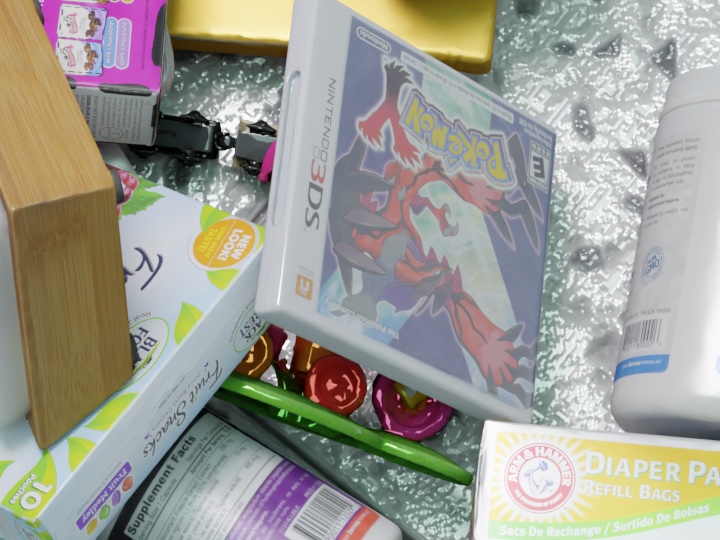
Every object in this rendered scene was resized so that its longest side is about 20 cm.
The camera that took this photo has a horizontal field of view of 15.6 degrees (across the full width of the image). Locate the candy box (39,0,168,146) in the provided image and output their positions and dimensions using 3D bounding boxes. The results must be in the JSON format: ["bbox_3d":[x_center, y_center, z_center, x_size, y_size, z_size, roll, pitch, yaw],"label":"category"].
[{"bbox_3d":[-0.204,-0.146,1.421,0.199,0.061,0.137,5,60,-6],"label":"candy box"}]

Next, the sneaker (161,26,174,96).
[{"bbox_3d":[-0.181,-0.148,1.525,0.200,0.100,0.075,35,64,24],"label":"sneaker"}]

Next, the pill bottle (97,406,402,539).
[{"bbox_3d":[-0.087,0.139,1.445,0.199,0.111,0.112,31,78,9],"label":"pill bottle"}]

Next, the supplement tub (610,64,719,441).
[{"bbox_3d":[0.218,0.000,1.468,0.131,0.132,0.201,11,76,4],"label":"supplement tub"}]

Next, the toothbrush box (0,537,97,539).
[{"bbox_3d":[-0.217,0.189,1.407,0.199,0.147,0.085,23,50,8],"label":"toothbrush box"}]

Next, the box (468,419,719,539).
[{"bbox_3d":[0.158,0.150,1.439,0.199,0.113,0.102,5,75,4],"label":"box"}]

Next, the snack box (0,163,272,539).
[{"bbox_3d":[-0.147,0.044,1.357,0.142,0.053,0.200,22,62,33],"label":"snack box"}]

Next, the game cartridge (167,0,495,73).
[{"bbox_3d":[-0.015,-0.208,1.542,0.199,0.032,0.177,6,75,2],"label":"game cartridge"}]

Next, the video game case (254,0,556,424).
[{"bbox_3d":[0.030,-0.029,1.406,0.023,0.200,0.183,-14,60,42],"label":"video game case"}]

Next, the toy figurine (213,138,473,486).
[{"bbox_3d":[0.000,0.000,1.455,0.199,0.150,0.185,21,84,-5],"label":"toy figurine"}]

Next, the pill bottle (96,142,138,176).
[{"bbox_3d":[-0.216,-0.005,1.486,0.199,0.113,0.113,-34,77,-8],"label":"pill bottle"}]

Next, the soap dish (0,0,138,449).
[{"bbox_3d":[-0.173,-0.036,1.302,0.081,0.158,0.200,-14,44,-14],"label":"soap dish"}]

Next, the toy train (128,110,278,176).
[{"bbox_3d":[-0.041,-0.068,1.535,0.199,0.046,0.034,9,92,4],"label":"toy train"}]
